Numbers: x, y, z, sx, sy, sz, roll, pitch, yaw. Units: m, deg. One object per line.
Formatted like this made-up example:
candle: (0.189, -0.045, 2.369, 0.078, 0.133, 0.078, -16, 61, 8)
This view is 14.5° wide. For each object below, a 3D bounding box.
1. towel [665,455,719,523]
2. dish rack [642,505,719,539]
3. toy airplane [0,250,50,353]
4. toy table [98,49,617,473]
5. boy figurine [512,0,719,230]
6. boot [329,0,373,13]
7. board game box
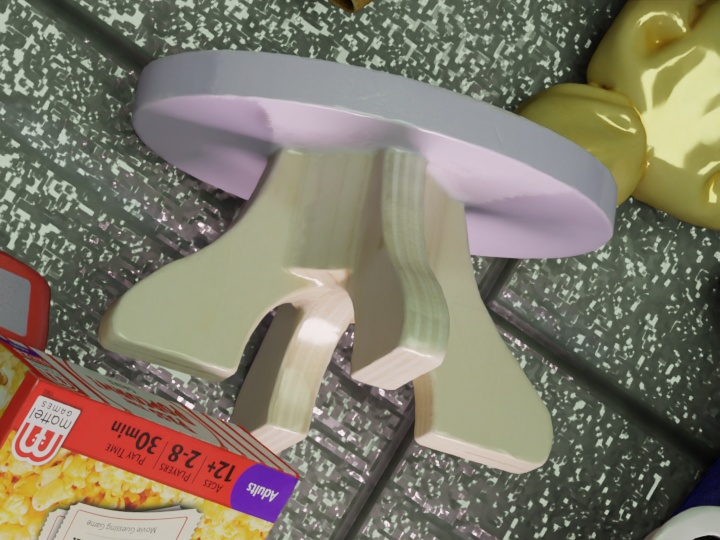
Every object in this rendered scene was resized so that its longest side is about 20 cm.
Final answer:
towel: (0.155, 0.192, 1.213, 0.148, 0.050, 0.200, 45, 77, -15)
dish rack: (0.159, 0.196, 1.115, 0.199, 0.043, 0.173, 25, 84, -24)
toy airplane: (-0.232, -0.005, 1.016, 0.199, 0.141, 0.200, -36, 89, -24)
toy table: (0.000, 0.000, 1.094, 0.199, 0.184, 0.118, 13, 71, -8)
boy figurine: (0.145, -0.069, 1.196, 0.199, 0.064, 0.125, -28, 101, -17)
boot: (0.043, -0.152, 1.146, 0.201, 0.071, 0.144, 39, 71, -2)
board game box: (-0.130, 0.134, 1.052, 0.151, 0.046, 0.201, 24, 98, -48)
